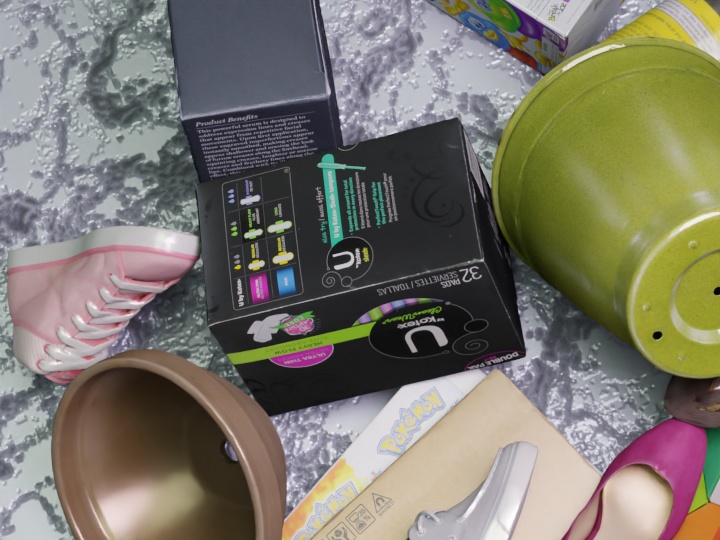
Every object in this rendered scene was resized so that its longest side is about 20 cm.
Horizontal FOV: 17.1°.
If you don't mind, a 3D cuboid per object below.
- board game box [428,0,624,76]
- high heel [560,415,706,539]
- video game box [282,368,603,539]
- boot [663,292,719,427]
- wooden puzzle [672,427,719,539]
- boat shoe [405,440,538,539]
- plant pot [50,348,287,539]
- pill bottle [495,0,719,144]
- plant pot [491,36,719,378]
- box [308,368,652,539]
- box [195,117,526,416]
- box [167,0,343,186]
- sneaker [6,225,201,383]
[{"bbox_3d":[0.101,-0.248,1.824,0.200,0.103,0.105,34,78,12],"label":"board game box"},{"bbox_3d":[0.177,0.176,1.626,0.067,0.096,0.200,33,79,8],"label":"high heel"},{"bbox_3d":[0.064,0.182,1.725,0.182,0.047,0.200,39,79,16],"label":"video game box"},{"bbox_3d":[0.314,0.029,1.669,0.186,0.064,0.200,-17,25,36],"label":"boot"},{"bbox_3d":[0.274,0.149,1.657,0.200,0.037,0.186,18,79,54],"label":"wooden puzzle"},{"bbox_3d":[0.057,0.201,1.642,0.068,0.072,0.201,26,86,7],"label":"boat shoe"},{"bbox_3d":[-0.117,0.143,1.701,0.201,0.201,0.093,48,41,15],"label":"plant pot"},{"bbox_3d":[0.207,-0.120,1.772,0.199,0.114,0.115,-33,74,-7],"label":"pill bottle"},{"bbox_3d":[0.211,-0.029,1.637,0.199,0.201,0.193,-21,32,-3],"label":"plant pot"},{"bbox_3d":[0.079,0.193,1.685,0.200,0.021,0.164,-42,78,-10],"label":"box"},{"bbox_3d":[0.000,0.000,1.705,0.199,0.149,0.125,-14,58,10],"label":"box"},{"bbox_3d":[-0.072,-0.131,1.738,0.106,0.200,0.149,-8,63,1],"label":"box"},{"bbox_3d":[-0.186,0.027,1.736,0.200,0.075,0.105,-10,75,45],"label":"sneaker"}]
